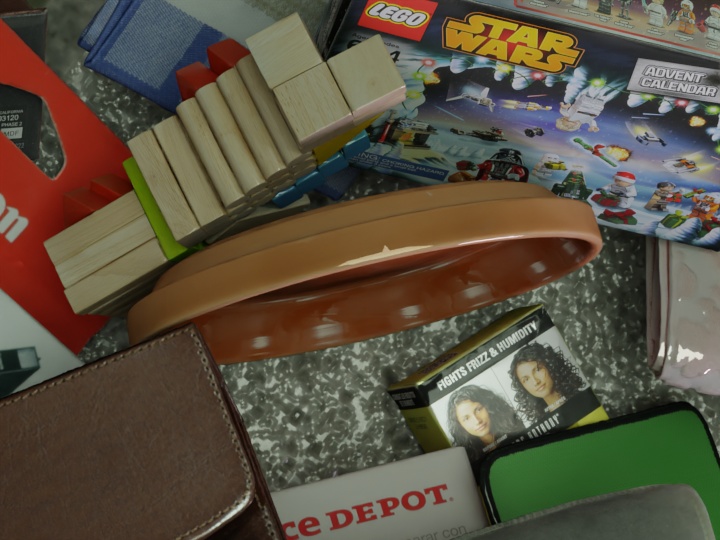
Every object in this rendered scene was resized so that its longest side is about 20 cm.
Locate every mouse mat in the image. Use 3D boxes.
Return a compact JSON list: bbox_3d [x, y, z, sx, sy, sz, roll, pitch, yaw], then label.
[{"bbox_3d":[0.132,0.161,1.094,0.161,0.008,0.201,-9,78,-46],"label":"mouse mat"}]

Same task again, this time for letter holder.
[{"bbox_3d":[-0.126,0.133,0.994,0.199,0.101,0.143,-22,67,-2],"label":"letter holder"}]

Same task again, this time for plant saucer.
[{"bbox_3d":[0.000,0.000,1.051,0.199,0.200,0.032,-12,80,-12],"label":"plant saucer"}]

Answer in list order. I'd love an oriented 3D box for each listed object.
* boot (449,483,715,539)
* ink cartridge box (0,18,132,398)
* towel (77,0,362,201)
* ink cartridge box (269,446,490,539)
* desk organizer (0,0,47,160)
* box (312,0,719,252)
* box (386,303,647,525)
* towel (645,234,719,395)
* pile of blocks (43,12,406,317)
[{"bbox_3d":[0.048,0.178,0.990,0.199,0.072,0.183,-2,98,-32],"label":"boot"},{"bbox_3d":[-0.174,-0.010,1.049,0.174,0.044,0.200,-48,124,-6],"label":"ink cartridge box"},{"bbox_3d":[-0.011,-0.140,1.070,0.147,0.024,0.200,27,106,-26],"label":"towel"},{"bbox_3d":[0.001,0.190,1.064,0.144,0.084,0.201,-13,65,-12],"label":"ink cartridge box"},{"bbox_3d":[-0.239,-0.083,1.065,0.199,0.077,0.072,-9,123,-27],"label":"desk organizer"},{"bbox_3d":[0.080,-0.074,1.034,0.199,0.137,0.040,12,60,-9],"label":"box"},{"bbox_3d":[0.096,0.119,1.141,0.075,0.050,0.201,-30,94,-14],"label":"box"},{"bbox_3d":[0.226,-0.020,1.145,0.199,0.032,0.192,10,60,-11],"label":"towel"},{"bbox_3d":[-0.054,-0.051,1.025,0.082,0.200,0.062,-14,73,-51],"label":"pile of blocks"}]
